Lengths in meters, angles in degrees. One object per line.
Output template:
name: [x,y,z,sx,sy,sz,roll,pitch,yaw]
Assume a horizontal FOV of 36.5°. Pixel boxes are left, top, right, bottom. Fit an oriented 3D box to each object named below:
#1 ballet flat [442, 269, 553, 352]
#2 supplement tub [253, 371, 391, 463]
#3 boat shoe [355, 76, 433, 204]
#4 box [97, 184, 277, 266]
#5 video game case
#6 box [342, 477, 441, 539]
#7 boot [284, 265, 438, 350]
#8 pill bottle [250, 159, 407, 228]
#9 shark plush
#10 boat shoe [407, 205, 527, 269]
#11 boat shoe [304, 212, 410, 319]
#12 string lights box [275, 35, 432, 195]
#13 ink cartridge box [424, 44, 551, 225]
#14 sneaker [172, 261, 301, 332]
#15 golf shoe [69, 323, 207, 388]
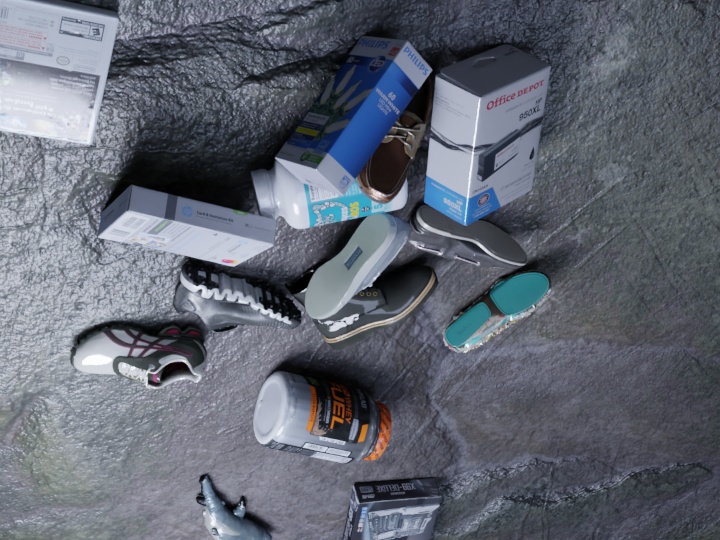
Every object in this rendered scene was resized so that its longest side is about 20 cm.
ballet flat: [0.219,0.063,1.731,0.200,0.076,0.064,-32,160,15]
supplement tub: [-0.059,0.238,1.741,0.200,0.123,0.123,16,121,-27]
boat shoe: [0.046,-0.178,1.400,0.076,0.200,0.072,21,151,-10]
box: [-0.232,-0.056,1.455,0.200,0.041,0.156,14,164,-23]
video game case: [-0.410,-0.249,1.324,0.200,0.023,0.182,7,124,-22]
box: [0.052,0.470,2.001,0.157,0.050,0.200,-1,127,-16]
boot: [0.002,0.025,1.627,0.200,0.077,0.138,-34,124,10]
pill bottle: [-0.044,-0.119,1.473,0.200,0.111,0.111,-12,129,-6]
shark plush: [-0.231,0.425,1.901,0.083,0.091,0.200,-35,110,-13]
boat shoe: [0.154,-0.041,1.627,0.200,0.067,0.057,20,135,-23]
boat shoe: [0.000,-0.001,1.554,0.071,0.070,0.201,8,132,-47]
string lights box: [-0.009,-0.197,1.374,0.059,0.103,0.200,41,78,-36]
ink cartridge box: [0.168,-0.182,1.466,0.145,0.084,0.200,-29,137,-34]
sneaker: [-0.186,0.055,1.601,0.200,0.067,0.091,20,122,-24]
golf shoe: [-0.325,0.129,1.603,0.200,0.088,0.077,-5,130,-11]
